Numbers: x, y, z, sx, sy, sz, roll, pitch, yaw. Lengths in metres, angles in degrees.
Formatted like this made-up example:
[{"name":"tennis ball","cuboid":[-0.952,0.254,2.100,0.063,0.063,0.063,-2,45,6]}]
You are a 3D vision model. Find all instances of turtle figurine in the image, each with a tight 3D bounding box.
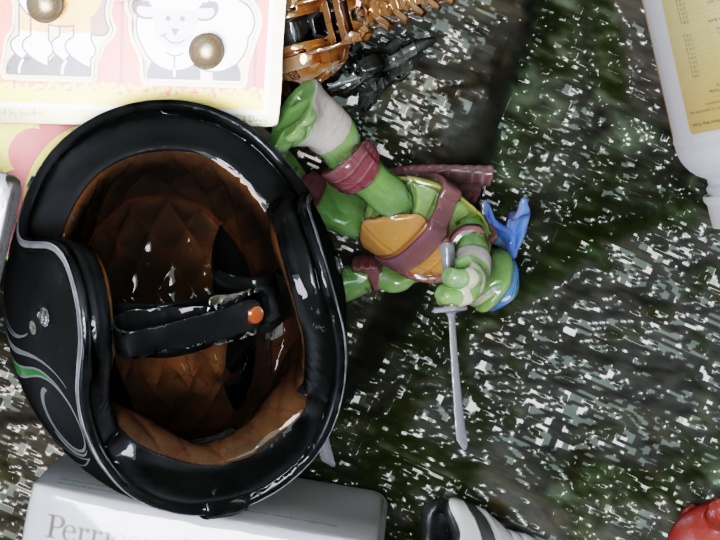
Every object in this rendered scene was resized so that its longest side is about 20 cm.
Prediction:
[{"name":"turtle figurine","cuboid":[0.000,0.000,1.436,0.194,0.144,0.200,40,87,-21]}]

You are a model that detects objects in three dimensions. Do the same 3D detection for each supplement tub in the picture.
[{"name":"supplement tub","cuboid":[0.239,-0.135,1.440,0.143,0.145,0.202,-13,94,1]}]

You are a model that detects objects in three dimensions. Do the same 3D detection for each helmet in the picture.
[{"name":"helmet","cuboid":[-0.099,0.018,1.340,0.198,0.191,0.202,-8,117,-15]}]

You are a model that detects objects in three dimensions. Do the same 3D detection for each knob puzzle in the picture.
[{"name":"knob puzzle","cuboid":[-0.128,-0.178,1.359,0.217,0.030,0.222,0,98,0]}]

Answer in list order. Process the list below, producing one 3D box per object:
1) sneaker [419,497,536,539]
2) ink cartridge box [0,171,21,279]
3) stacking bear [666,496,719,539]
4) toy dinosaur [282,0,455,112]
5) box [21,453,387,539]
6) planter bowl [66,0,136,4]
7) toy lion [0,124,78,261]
[{"name":"sneaker","cuboid":[0.033,0.221,1.462,0.080,0.073,0.201,40,57,-23]},{"name":"ink cartridge box","cuboid":[-0.285,0.001,1.280,0.198,0.084,0.147,13,90,-2]},{"name":"stacking bear","cuboid":[0.243,0.228,1.486,0.113,0.121,0.201,-21,84,-6]},{"name":"toy dinosaur","cuboid":[-0.028,-0.132,1.438,0.199,0.135,0.103,13,107,29]},{"name":"box","cuboid":[-0.093,0.205,1.434,0.197,0.200,0.173,10,92,1]},{"name":"planter bowl","cuboid":[-0.141,-0.251,1.438,0.198,0.135,0.202,0,94,1]},{"name":"toy lion","cuboid":[-0.175,-0.069,1.491,0.190,0.069,0.202,2,93,-7]}]
